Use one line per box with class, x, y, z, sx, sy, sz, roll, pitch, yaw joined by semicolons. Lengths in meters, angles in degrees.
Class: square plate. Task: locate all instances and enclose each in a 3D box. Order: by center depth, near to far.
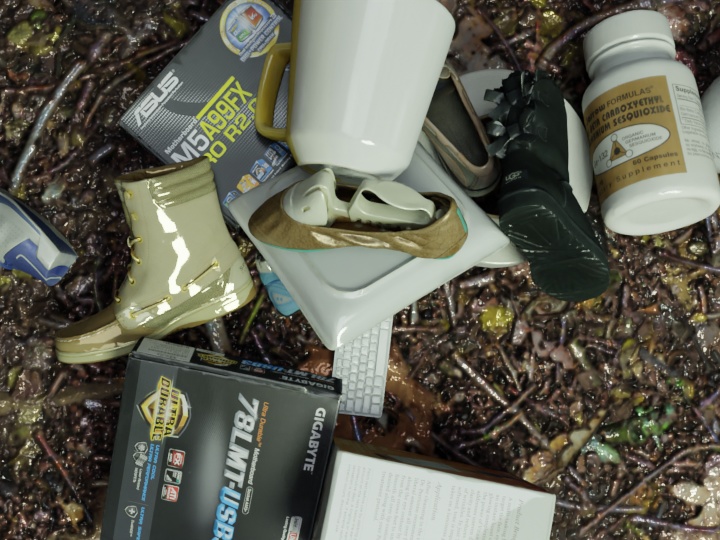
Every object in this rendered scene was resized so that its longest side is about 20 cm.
square plate;0.003;-0.050;0.878;0.198;0.029;0.199;-30;59;-15

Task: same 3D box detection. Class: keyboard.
keyboard;0.006;0.045;0.962;0.055;0.011;0.203;7;85;-4

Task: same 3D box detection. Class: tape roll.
tape roll;0.140;-0.104;0.974;0.199;0.037;0.206;0;84;-5

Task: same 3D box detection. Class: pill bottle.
pill bottle;0.282;-0.148;0.942;0.112;0.115;0.203;-4;72;-5

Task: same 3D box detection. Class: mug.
mug;-0.007;-0.158;0.861;0.147;0.186;0.156;13;84;-17

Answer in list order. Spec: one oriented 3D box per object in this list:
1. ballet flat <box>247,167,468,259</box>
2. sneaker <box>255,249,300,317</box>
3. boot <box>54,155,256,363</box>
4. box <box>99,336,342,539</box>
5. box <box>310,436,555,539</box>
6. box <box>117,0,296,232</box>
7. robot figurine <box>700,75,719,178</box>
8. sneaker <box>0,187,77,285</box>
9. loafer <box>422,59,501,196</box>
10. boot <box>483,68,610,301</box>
ballet flat;-0.005;-0.052;0.819;0.197;0.073;0.069;8;56;10
sneaker;0.000;0.000;0.930;0.197;0.079;0.091;-8;117;1
boot;-0.211;-0.011;0.888;0.197;0.073;0.157;-21;112;-10
box;-0.131;0.179;0.886;0.195;0.050;0.203;13;105;-2
box;0.059;0.231;0.879;0.197;0.152;0.108;12;83;-4
box;-0.117;-0.165;0.952;0.160;0.044;0.200;42;83;-2
robot figurine;0.433;-0.126;0.961;0.198;0.151;0.126;27;111;-3
sneaker;-0.377;-0.032;0.906;0.198;0.081;0.116;36;87;6
loafer;0.076;-0.167;0.922;0.071;0.063;0.201;-32;78;-3
boot;0.181;-0.082;0.907;0.073;0.198;0.164;-16;53;28
